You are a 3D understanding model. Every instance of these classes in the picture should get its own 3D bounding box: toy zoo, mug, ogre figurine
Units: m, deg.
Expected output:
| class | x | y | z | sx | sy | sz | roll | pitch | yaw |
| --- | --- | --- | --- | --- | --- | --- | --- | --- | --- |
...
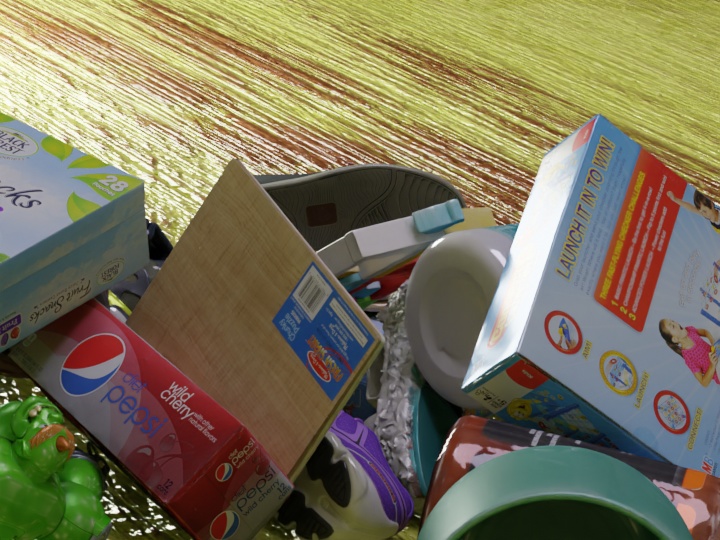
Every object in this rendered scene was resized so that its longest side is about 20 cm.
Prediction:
| class | x | y | z | sx | sy | sz | roll | pitch | yaw |
| --- | --- | --- | --- | --- | --- | --- | --- | --- | --- |
| toy zoo | 0.000 | 0.000 | 1.660 | 0.131 | 0.021 | 0.200 | -10 | -14 | -46 |
| mug | 0.102 | 0.180 | 1.287 | 0.151 | 0.186 | 0.114 | -13 | 13 | 5 |
| ogre figurine | -0.206 | 0.104 | 1.400 | 0.098 | 0.200 | 0.120 | -38 | 43 | -5 |

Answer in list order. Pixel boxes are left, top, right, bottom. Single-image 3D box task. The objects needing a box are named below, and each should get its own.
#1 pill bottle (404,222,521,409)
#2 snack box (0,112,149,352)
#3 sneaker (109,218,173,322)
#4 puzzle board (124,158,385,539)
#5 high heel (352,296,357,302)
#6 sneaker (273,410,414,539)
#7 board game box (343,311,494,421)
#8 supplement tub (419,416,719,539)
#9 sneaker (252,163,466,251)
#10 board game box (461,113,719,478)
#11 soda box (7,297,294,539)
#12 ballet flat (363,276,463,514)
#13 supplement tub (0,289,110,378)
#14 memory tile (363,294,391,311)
| class | x | y | z | sx | sy | sz | roll | pitch | yaw |
| --- | --- | --- | --- | --- | --- | --- | --- | --- | --- |
| pill bottle | 0.133 | 0.021 | 1.607 | 0.200 | 0.111 | 0.111 | -8 | 25 | -40 |
| snack box | -0.254 | -0.029 | 1.530 | 0.200 | 0.068 | 0.168 | 27 | 42 | 33 |
| sneaker | -0.171 | -0.005 | 1.770 | 0.081 | 0.074 | 0.200 | -35 | 35 | -6 |
| puzzle board | -0.069 | 0.046 | 1.519 | 0.017 | 0.151 | 0.200 | 21 | 20 | -41 |
| high heel | -0.097 | 0.054 | 1.624 | 0.199 | 0.096 | 0.067 | 7 | 17 | -13 |
| sneaker | -0.041 | 0.099 | 1.552 | 0.083 | 0.081 | 0.200 | 12 | 30 | -49 |
| board game box | 0.028 | 0.065 | 1.770 | 0.151 | 0.037 | 0.200 | 18 | 17 | 25 |
| supplement tub | 0.136 | 0.153 | 1.403 | 0.199 | 0.107 | 0.107 | 14 | 17 | 11 |
| sneaker | -0.023 | -0.050 | 1.919 | 0.199 | 0.075 | 0.106 | -2 | 11 | -4 |
| board game box | 0.175 | 0.041 | 1.513 | 0.196 | 0.056 | 0.200 | 36 | 49 | -15 |
| soda box | -0.123 | 0.087 | 1.485 | 0.200 | 0.063 | 0.070 | 35 | -14 | 47 |
| ballet flat | 0.032 | 0.085 | 1.621 | 0.071 | 0.072 | 0.200 | 10 | 44 | -2 |
| supplement tub | -0.228 | 0.008 | 1.649 | 0.107 | 0.107 | 0.200 | 2 | 13 | -27 |
| memory tile | -0.075 | 0.011 | 1.845 | 0.199 | 0.017 | 0.153 | -4 | 12 | -16 |
